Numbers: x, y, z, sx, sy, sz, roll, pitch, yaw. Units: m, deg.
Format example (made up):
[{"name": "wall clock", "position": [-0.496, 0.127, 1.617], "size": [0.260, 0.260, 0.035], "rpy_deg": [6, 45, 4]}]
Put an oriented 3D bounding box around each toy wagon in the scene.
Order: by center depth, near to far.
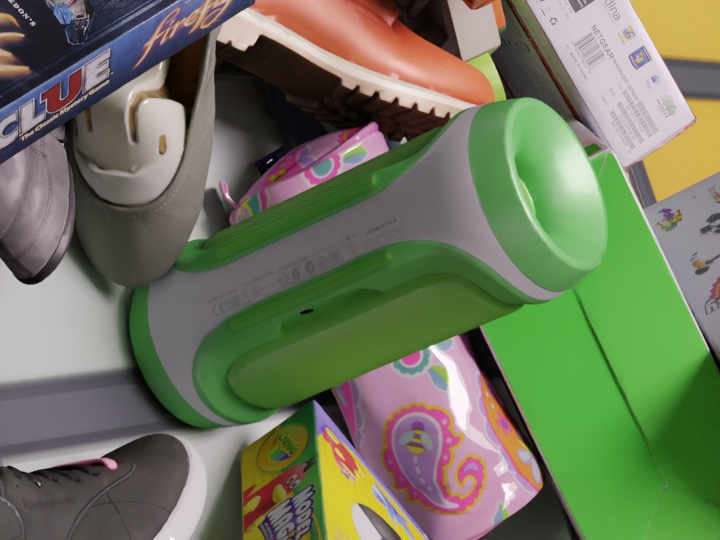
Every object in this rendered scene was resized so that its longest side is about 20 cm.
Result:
[{"name": "toy wagon", "position": [0.033, -0.153, 1.186], "size": [0.201, 0.039, 0.155], "rpy_deg": [64, -7, 1]}]

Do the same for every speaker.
[{"name": "speaker", "position": [0.000, 0.000, 0.966], "size": [0.088, 0.199, 0.089], "rpy_deg": [35, 43, -41]}]

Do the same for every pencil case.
[{"name": "pencil case", "position": [0.011, 0.032, 1.081], "size": [0.201, 0.087, 0.087], "rpy_deg": [63, 31, -4]}]

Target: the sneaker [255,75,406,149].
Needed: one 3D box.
[{"name": "sneaker", "position": [-0.012, -0.125, 1.140], "size": [0.070, 0.082, 0.201], "rpy_deg": [-31, 96, -49]}]

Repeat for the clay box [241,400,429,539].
[{"name": "clay box", "position": [0.003, 0.143, 0.947], "size": [0.115, 0.047, 0.200], "rpy_deg": [51, 8, -18]}]

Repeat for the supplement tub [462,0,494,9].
[{"name": "supplement tub", "position": [0.025, -0.224, 1.050], "size": [0.200, 0.122, 0.122], "rpy_deg": [51, 31, 3]}]

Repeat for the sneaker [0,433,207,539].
[{"name": "sneaker", "position": [-0.127, 0.081, 0.842], "size": [0.200, 0.070, 0.100], "rpy_deg": [-41, 110, -54]}]

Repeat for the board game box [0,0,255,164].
[{"name": "board game box", "position": [-0.150, -0.140, 0.848], "size": [0.135, 0.035, 0.200], "rpy_deg": [-36, 71, -27]}]

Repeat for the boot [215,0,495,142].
[{"name": "boot", "position": [-0.011, -0.127, 1.080], "size": [0.199, 0.075, 0.108], "rpy_deg": [24, 74, -23]}]

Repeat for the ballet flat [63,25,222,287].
[{"name": "ballet flat", "position": [-0.089, -0.089, 0.945], "size": [0.064, 0.067, 0.202], "rpy_deg": [-23, 127, -72]}]

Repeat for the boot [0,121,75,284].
[{"name": "boot", "position": [-0.157, -0.025, 0.876], "size": [0.132, 0.069, 0.201], "rpy_deg": [39, 44, -45]}]

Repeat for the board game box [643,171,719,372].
[{"name": "board game box", "position": [0.208, 0.058, 1.130], "size": [0.148, 0.064, 0.200], "rpy_deg": [62, 4, -27]}]

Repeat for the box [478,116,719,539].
[{"name": "box", "position": [0.113, 0.040, 1.147], "size": [0.201, 0.096, 0.177], "rpy_deg": [64, 4, -7]}]

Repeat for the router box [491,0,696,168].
[{"name": "router box", "position": [0.083, -0.159, 1.252], "size": [0.201, 0.049, 0.179], "rpy_deg": [58, -6, -15]}]
